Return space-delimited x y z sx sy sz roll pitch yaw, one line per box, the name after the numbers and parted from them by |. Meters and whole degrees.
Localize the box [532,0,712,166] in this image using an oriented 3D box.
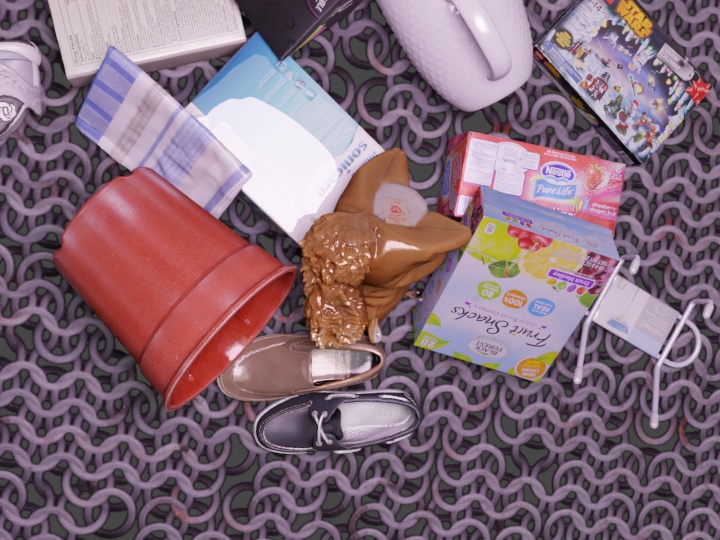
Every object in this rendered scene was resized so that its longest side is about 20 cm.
0.319 -0.247 1.180 0.200 0.040 0.137 44 83 -9 | box

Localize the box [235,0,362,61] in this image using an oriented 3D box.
-0.076 -0.353 0.994 0.124 0.148 0.201 -43 99 -31 | box

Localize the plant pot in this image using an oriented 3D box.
-0.204 0.009 1.014 0.195 0.201 0.201 41 85 7 | plant pot

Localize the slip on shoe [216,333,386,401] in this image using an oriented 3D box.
-0.067 0.112 1.110 0.198 0.061 0.077 -2 92 -10 | slip on shoe

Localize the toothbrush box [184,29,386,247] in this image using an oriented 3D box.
-0.093 -0.144 1.084 0.200 0.085 0.147 42 83 -9 | toothbrush box

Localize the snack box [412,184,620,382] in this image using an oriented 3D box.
0.172 0.021 1.097 0.167 0.068 0.201 16 128 -11 | snack box

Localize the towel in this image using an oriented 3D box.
-0.217 -0.133 1.040 0.200 0.147 0.024 43 52 -8 | towel

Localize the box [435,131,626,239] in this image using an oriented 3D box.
0.199 -0.094 1.134 0.198 0.095 0.101 10 92 -10 | box

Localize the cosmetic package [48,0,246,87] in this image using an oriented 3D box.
-0.234 -0.276 1.060 0.198 0.073 0.105 -13 94 -9 | cosmetic package

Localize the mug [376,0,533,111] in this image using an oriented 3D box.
0.118 -0.271 1.063 0.147 0.200 0.176 -30 108 4 | mug

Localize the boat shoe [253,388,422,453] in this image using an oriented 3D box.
-0.026 0.175 1.120 0.198 0.060 0.076 -12 94 -10 | boat shoe

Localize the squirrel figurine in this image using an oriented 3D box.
0.000 0.000 1.057 0.199 0.187 0.142 -30 67 -36 | squirrel figurine

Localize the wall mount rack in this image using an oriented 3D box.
0.338 0.084 1.177 0.199 0.075 0.175 29 87 -9 | wall mount rack

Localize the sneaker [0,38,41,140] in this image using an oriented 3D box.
-0.439 -0.180 1.026 0.198 0.075 0.117 -8 96 -11 | sneaker
